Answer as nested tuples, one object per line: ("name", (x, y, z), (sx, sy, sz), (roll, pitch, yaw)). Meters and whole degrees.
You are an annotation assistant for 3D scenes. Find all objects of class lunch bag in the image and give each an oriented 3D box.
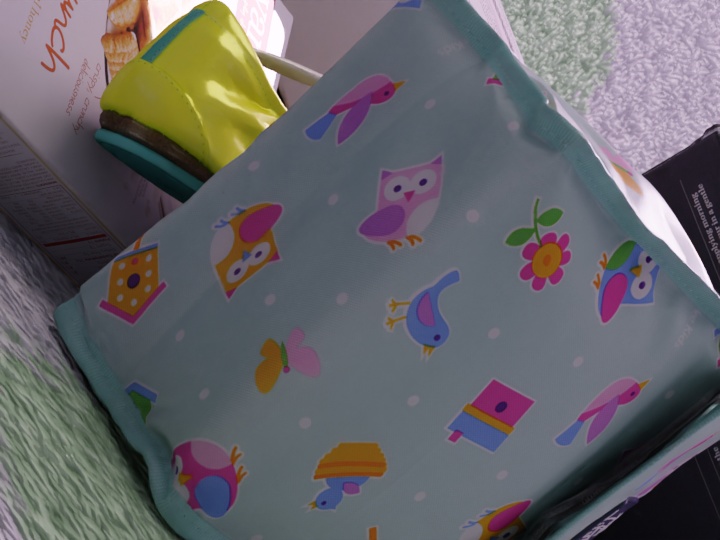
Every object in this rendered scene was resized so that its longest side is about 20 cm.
("lunch bag", (0.033, 0.036, 0.873), (0.200, 0.170, 0.122), (45, 6, -44))

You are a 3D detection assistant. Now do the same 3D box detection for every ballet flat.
("ballet flat", (-0.012, -0.022, 0.936), (0.067, 0.067, 0.200), (18, -18, 42))

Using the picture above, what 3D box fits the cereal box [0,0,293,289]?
("cereal box", (-0.096, -0.087, 0.922), (0.200, 0.039, 0.144), (48, 43, -43))

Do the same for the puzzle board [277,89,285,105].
("puzzle board", (-0.063, -0.154, 1.135), (0.151, 0.017, 0.201), (-83, 154, -73))

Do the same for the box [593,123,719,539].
("box", (0.151, 0.062, 1.153), (0.104, 0.182, 0.201), (-9, 75, -45))

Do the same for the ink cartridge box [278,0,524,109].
("ink cartridge box", (0.011, -0.106, 1.170), (0.200, 0.084, 0.145), (-87, 155, -70))
